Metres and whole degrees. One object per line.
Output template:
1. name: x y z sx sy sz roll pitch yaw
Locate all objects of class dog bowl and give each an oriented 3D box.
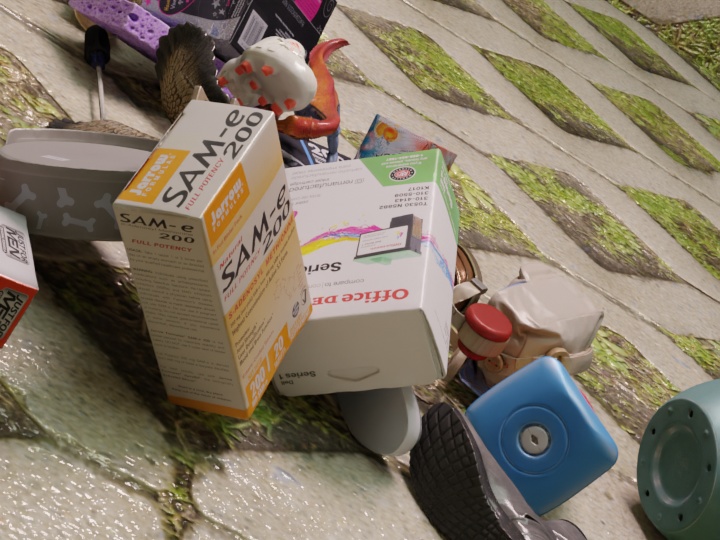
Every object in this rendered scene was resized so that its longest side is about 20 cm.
1. dog bowl: -0.214 -0.068 1.438 0.199 0.059 0.200 5 11 -1

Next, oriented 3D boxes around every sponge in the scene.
1. sponge: -0.188 -0.219 1.837 0.200 0.030 0.111 31 -3 -42

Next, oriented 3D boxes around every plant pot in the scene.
1. plant pot: 0.356 0.190 1.711 0.160 0.201 0.201 9 32 -25

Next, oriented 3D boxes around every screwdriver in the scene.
1. screwdriver: -0.251 -0.191 1.776 0.028 0.029 0.200 26 19 -24

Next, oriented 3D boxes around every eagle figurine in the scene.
1. eagle figurine: -0.166 -0.112 1.629 0.200 0.151 0.152 51 34 8

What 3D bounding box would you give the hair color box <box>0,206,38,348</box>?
1. hair color box: -0.330 -0.026 1.280 0.199 0.061 0.102 23 25 -28

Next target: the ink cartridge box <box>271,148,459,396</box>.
1. ink cartridge box: 0.000 0.000 1.527 0.200 0.144 0.084 -82 160 -46

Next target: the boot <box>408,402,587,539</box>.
1. boot: 0.124 0.204 1.505 0.131 0.070 0.200 17 39 -46

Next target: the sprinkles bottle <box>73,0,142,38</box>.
1. sprinkles bottle: -0.258 -0.309 1.960 0.068 0.068 0.200 31 22 -12

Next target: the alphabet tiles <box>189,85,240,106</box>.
1. alphabet tiles: -0.111 -0.049 1.448 0.008 0.168 0.200 5 -27 17

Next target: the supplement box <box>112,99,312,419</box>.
1. supplement box: -0.103 -0.007 1.348 0.073 0.200 0.126 10 46 22

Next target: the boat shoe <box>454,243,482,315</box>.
1. boat shoe: 0.052 -0.017 1.835 0.068 0.072 0.200 21 15 -33

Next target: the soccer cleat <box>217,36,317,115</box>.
1. soccer cleat: -0.077 -0.186 1.681 0.069 0.077 0.200 56 -15 -15

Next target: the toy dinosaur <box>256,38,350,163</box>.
1. toy dinosaur: -0.054 -0.159 1.741 0.105 0.201 0.181 20 -10 -18

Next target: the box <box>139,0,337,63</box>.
1. box: -0.124 -0.272 1.886 0.114 0.133 0.200 23 -6 20

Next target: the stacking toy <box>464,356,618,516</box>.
1. stacking toy: 0.175 0.144 1.665 0.116 0.110 0.200 56 14 8

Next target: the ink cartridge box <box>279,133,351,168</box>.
1. ink cartridge box: -0.085 -0.110 1.848 0.198 0.043 0.200 22 24 -31

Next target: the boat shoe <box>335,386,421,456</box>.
1. boat shoe: 0.009 0.087 1.563 0.066 0.070 0.200 15 22 -39

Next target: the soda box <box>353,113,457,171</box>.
1. soda box: 0.049 -0.117 1.957 0.068 0.064 0.200 28 4 10

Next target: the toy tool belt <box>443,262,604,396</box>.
1. toy tool belt: 0.136 0.078 1.717 0.125 0.123 0.200 43 30 22
